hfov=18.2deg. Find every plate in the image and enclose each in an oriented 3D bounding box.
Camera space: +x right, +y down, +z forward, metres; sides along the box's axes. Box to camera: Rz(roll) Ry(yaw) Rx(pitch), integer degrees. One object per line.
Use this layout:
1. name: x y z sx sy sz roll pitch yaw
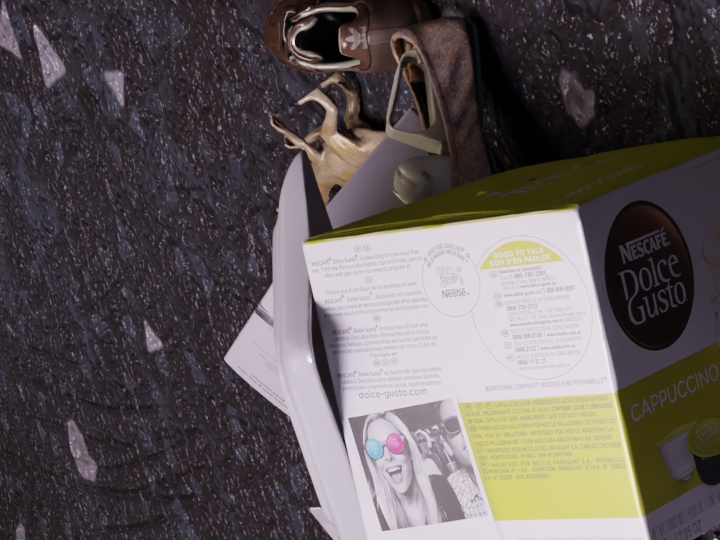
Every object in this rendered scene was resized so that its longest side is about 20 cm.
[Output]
1. plate: -0.021 0.060 1.378 0.200 0.032 0.200 -93 -12 -50

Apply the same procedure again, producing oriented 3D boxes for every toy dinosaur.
1. toy dinosaur: -0.004 -0.095 1.664 0.101 0.058 0.200 56 143 -8

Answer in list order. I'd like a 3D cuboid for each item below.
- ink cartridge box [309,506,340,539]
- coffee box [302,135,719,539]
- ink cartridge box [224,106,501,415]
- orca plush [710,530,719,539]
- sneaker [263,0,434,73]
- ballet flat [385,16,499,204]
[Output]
1. ink cartridge box: 0.078 0.188 1.503 0.161 0.050 0.200 -7 140 24
2. coffee box: 0.120 0.043 1.291 0.200 0.199 0.198 -7 99 42
3. ink cartridge box: 0.000 0.000 1.581 0.086 0.147 0.200 38 147 3
4. orca plush: 0.231 0.195 1.319 0.071 0.105 0.200 -6 144 32
5. sneaker: -0.029 -0.175 1.606 0.200 0.075 0.071 5 101 57
6. ballet flat: 0.051 -0.077 1.471 0.068 0.067 0.200 110 156 -56
